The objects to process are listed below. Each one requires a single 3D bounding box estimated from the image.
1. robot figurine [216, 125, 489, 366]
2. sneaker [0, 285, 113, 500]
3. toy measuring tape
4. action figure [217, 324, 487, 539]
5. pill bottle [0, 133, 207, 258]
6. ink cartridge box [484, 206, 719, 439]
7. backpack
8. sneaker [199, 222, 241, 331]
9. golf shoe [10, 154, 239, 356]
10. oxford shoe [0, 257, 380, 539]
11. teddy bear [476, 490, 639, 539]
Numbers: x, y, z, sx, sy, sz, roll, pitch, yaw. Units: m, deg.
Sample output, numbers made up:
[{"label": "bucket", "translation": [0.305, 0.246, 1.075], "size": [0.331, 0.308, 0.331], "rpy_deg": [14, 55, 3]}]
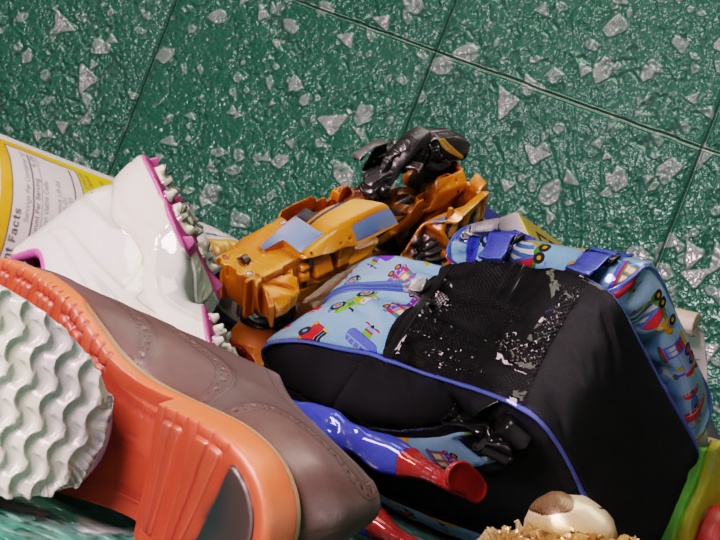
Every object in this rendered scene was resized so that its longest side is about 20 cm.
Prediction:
[{"label": "robot figurine", "translation": [0.000, 0.000, 0.964], "size": [0.200, 0.145, 0.058], "rpy_deg": [-29, 53, -35]}, {"label": "sneaker", "translation": [-0.181, 0.018, 0.589], "size": [0.199, 0.070, 0.100], "rpy_deg": [22, -2, -11]}, {"label": "toy measuring tape", "translation": [0.171, 0.116, 0.934], "size": [0.073, 0.201, 0.074], "rpy_deg": [-7, 35, 5]}, {"label": "action figure", "translation": [-0.047, 0.070, 0.783], "size": [0.200, 0.065, 0.099], "rpy_deg": [22, -8, 40]}, {"label": "pill bottle", "translation": [-0.184, -0.010, 0.860], "size": [0.200, 0.113, 0.113], "rpy_deg": [21, 1, -41]}, {"label": "ink cartridge box", "translation": [0.151, 0.041, 1.072], "size": [0.197, 0.047, 0.201], "rpy_deg": [29, 34, -47]}, {"label": "backpack", "translation": [0.058, 0.062, 0.871], "size": [0.199, 0.135, 0.183], "rpy_deg": [11, -31, 40]}, {"label": "sneaker", "translation": [-0.074, 0.025, 1.025], "size": [0.088, 0.075, 0.200], "rpy_deg": [32, -16, 39]}, {"label": "golf shoe", "translation": [-0.094, 0.040, 0.721], "size": [0.075, 0.091, 0.200], "rpy_deg": [67, -1, -46]}, {"label": "oxford shoe", "translation": [-0.076, 0.053, 0.630], "size": [0.072, 0.071, 0.200], "rpy_deg": [-3, 29, -46]}, {"label": "teddy bear", "translation": [0.116, 0.136, 0.701], "size": [0.199, 0.067, 0.145], "rpy_deg": [22, -2, -29]}]
